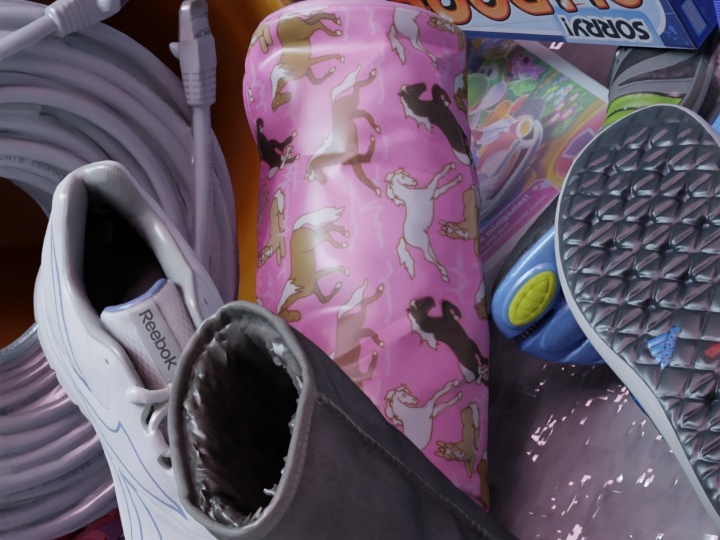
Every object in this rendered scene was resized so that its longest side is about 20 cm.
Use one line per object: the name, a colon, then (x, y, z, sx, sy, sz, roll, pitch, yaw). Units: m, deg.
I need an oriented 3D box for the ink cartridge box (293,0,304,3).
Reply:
ink cartridge box: (0.012, -0.159, 1.117, 0.200, 0.044, 0.174, -40, 25, 0)

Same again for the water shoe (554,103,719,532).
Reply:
water shoe: (0.121, 0.033, 0.822, 0.071, 0.079, 0.201, -29, 48, 12)

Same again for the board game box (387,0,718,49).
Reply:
board game box: (0.034, -0.147, 0.950, 0.200, 0.136, 0.035, 9, 53, 51)

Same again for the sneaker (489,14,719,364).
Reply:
sneaker: (0.119, -0.043, 0.928, 0.200, 0.071, 0.083, -50, 26, -15)

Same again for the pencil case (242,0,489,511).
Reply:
pencil case: (0.000, 0.000, 0.915, 0.083, 0.086, 0.201, -33, 53, 56)

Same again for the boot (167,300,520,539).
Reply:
boot: (0.035, 0.113, 0.725, 0.072, 0.200, 0.182, -38, 38, 3)

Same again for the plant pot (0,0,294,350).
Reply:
plant pot: (-0.131, -0.056, 1.041, 0.200, 0.200, 0.183, -45, 20, -7)

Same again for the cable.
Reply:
cable: (-0.139, 0.000, 0.903, 0.199, 0.201, 0.069, -16, 20, -22)

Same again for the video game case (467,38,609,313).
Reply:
video game case: (0.020, -0.047, 1.045, 0.143, 0.018, 0.200, -44, 38, -3)

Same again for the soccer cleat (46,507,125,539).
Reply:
soccer cleat: (-0.106, 0.116, 0.944, 0.068, 0.073, 0.201, -22, 41, 23)

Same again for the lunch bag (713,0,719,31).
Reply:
lunch bag: (0.180, -0.094, 0.800, 0.094, 0.200, 0.150, -42, 37, -20)

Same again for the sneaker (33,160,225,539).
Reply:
sneaker: (-0.057, 0.053, 0.809, 0.074, 0.087, 0.200, -29, 66, -12)
